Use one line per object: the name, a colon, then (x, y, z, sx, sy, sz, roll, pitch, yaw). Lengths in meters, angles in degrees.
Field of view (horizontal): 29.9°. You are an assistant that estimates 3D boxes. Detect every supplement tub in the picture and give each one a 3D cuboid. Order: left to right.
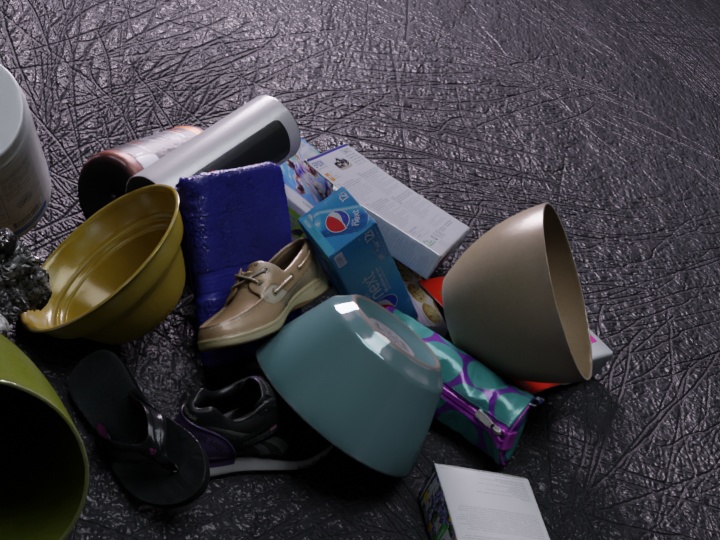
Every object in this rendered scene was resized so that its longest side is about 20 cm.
supplement tub: (-0.384, -0.116, 1.341, 0.131, 0.200, 0.132, 2, 70, -5)
supplement tub: (-0.223, -0.107, 1.553, 0.107, 0.107, 0.200, 36, 34, 17)

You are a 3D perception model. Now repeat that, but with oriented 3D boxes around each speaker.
speaker: (-0.159, -0.113, 1.464, 0.081, 0.081, 0.200, 37, 51, 19)

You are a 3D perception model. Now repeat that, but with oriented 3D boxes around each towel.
towel: (-0.129, -0.009, 1.413, 0.049, 0.201, 0.147, -1, 9, 39)

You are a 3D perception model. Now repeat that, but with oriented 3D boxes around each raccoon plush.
raccoon plush: (-0.386, 0.033, 1.290, 0.200, 0.097, 0.134, 3, 42, 49)

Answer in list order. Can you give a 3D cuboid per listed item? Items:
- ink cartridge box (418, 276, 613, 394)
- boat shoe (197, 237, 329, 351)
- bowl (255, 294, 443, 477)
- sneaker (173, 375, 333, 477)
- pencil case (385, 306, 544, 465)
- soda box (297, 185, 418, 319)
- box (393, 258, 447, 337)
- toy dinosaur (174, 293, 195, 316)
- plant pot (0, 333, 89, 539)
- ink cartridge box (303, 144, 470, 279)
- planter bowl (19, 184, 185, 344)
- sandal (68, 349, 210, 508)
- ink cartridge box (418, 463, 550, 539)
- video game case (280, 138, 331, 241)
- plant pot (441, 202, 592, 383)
ink cartridge box: (0.188, 0.056, 1.621, 0.200, 0.044, 0.173, 46, 27, 23)
boat shoe: (-0.104, 0.024, 1.355, 0.071, 0.065, 0.200, -10, 15, 31)
bowl: (0.005, 0.099, 1.340, 0.201, 0.105, 0.201, 38, 10, -8)
sneaker: (-0.088, 0.143, 1.295, 0.200, 0.088, 0.076, -7, 43, -41)
pencil case: (0.092, 0.122, 1.452, 0.200, 0.085, 0.092, 32, 9, 12)
soda box: (0.000, 0.000, 1.473, 0.064, 0.200, 0.068, -36, 55, -7)
box: (0.048, 0.018, 1.620, 0.041, 0.039, 0.200, 10, 34, -29)
toy dinosaur: (-0.143, -0.022, 1.513, 0.102, 0.077, 0.200, 21, 34, -20)
plant pot: (-0.327, 0.125, 1.100, 0.187, 0.188, 0.200, 10, 19, -22)
ink cartridge box: (0.029, -0.076, 1.650, 0.200, 0.041, 0.200, 35, 18, 6)
planter bowl: (-0.237, 0.013, 1.348, 0.084, 0.200, 0.201, 52, 20, -29)
sandal: (-0.212, 0.142, 1.222, 0.200, 0.075, 0.048, 40, -8, 35)
ink cartridge box: (0.130, 0.278, 1.284, 0.109, 0.050, 0.200, 12, 35, -21)
video game case: (-0.066, -0.092, 1.628, 0.181, 0.045, 0.200, 39, 22, -33)
plant pot: (0.167, 0.038, 1.497, 0.134, 0.201, 0.200, -14, 28, 17)
